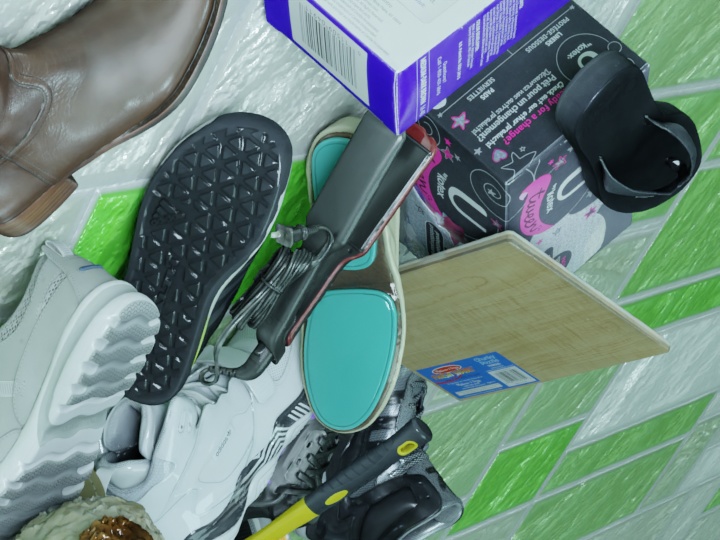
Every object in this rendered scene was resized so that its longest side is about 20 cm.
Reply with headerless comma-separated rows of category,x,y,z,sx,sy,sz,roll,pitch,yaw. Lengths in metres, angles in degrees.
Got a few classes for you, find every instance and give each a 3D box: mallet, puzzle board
mallet,-0.030,0.157,1.398,0.199,0.041,0.066,-30,128,17
puzzle board,0.081,0.031,1.444,0.150,0.200,0.017,32,59,-31

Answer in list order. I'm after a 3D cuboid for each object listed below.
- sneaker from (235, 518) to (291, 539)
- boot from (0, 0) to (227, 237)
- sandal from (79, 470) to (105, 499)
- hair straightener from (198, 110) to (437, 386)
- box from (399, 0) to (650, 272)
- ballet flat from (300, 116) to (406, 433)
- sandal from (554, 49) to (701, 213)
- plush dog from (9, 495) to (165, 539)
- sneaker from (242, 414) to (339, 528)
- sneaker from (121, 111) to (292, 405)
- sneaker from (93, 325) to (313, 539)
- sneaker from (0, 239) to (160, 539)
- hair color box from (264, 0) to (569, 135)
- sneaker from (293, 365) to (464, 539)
sneaker,-0.092,0.227,1.629,0.077,0.078,0.201,-2,127,-11
boot,-0.162,-0.106,1.000,0.187,0.064,0.200,-52,152,4
sandal,-0.253,0.155,1.266,0.211,0.078,0.070,-20,176,-36
hair straightener,-0.039,-0.012,1.294,0.200,0.041,0.077,-51,146,10
box,0.100,-0.073,1.429,0.132,0.115,0.200,-40,155,-18
ballet flat,0.000,0.000,1.375,0.069,0.069,0.201,-19,119,-48
sandal,0.169,-0.072,1.349,0.076,0.043,0.200,-51,155,6
plush dog,-0.176,0.191,1.195,0.172,0.161,0.200,-44,-176,-10
sneaker,-0.044,0.118,1.459,0.200,0.100,0.070,-37,154,5
sneaker,-0.096,-0.014,1.272,0.200,0.072,0.083,-59,180,26
sneaker,-0.094,0.080,1.372,0.201,0.075,0.115,-62,141,-18
sneaker,-0.183,0.074,1.206,0.200,0.082,0.075,-55,152,17
hair color box,0.055,-0.176,1.196,0.200,0.109,0.065,-39,156,-18
sneaker,0.036,0.124,1.604,0.201,0.114,0.075,-62,157,3
